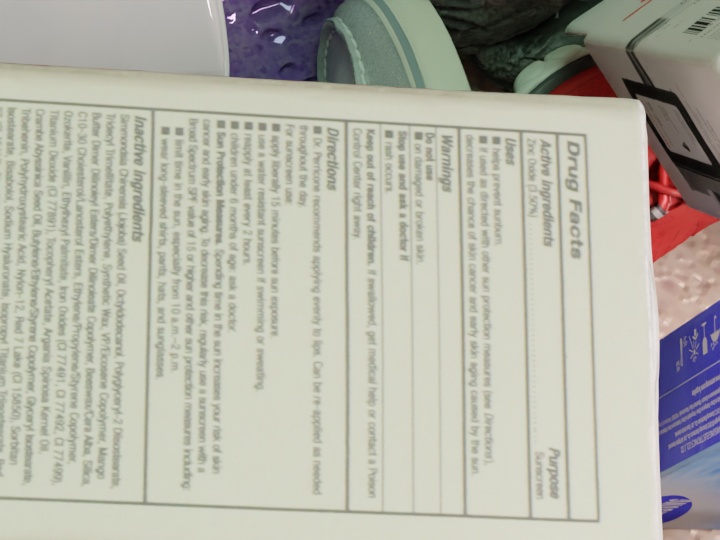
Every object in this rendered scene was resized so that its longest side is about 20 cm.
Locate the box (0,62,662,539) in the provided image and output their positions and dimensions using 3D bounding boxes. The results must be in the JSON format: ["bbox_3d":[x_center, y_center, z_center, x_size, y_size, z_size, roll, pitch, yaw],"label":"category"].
[{"bbox_3d":[-0.032,0.026,0.768,0.200,0.109,0.128,3,70,-9],"label":"box"}]

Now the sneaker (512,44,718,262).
[{"bbox_3d":[0.115,-0.046,0.956,0.200,0.077,0.085,-36,29,-18],"label":"sneaker"}]

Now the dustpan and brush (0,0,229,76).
[{"bbox_3d":[-0.109,-0.133,0.839,0.140,0.200,0.057,-4,17,-14],"label":"dustpan and brush"}]

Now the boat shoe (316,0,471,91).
[{"bbox_3d":[0.000,0.001,0.875,0.071,0.070,0.201,-1,62,-15],"label":"boat shoe"}]

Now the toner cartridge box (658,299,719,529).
[{"bbox_3d":[0.131,0.042,0.860,0.095,0.200,0.043,3,77,-11],"label":"toner cartridge box"}]

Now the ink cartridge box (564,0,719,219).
[{"bbox_3d":[0.139,-0.070,0.856,0.116,0.200,0.068,-33,100,-2],"label":"ink cartridge box"}]

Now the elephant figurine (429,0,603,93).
[{"bbox_3d":[0.052,-0.123,0.999,0.142,0.155,0.200,43,72,-32],"label":"elephant figurine"}]

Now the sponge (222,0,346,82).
[{"bbox_3d":[-0.059,-0.082,0.916,0.112,0.030,0.200,19,83,-32],"label":"sponge"}]
